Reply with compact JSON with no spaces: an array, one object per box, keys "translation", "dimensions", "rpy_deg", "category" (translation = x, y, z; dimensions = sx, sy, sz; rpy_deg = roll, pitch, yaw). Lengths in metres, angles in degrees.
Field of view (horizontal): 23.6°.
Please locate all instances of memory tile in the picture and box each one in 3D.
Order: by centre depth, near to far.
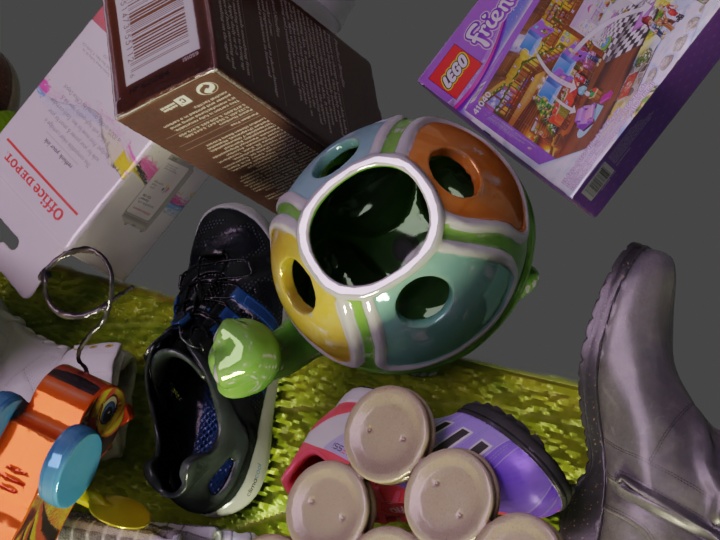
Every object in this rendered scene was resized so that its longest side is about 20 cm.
[{"translation":[0.031,0.165,0.835],"dimensions":[0.200,0.017,0.154],"rpy_deg":[43,100,33],"category":"memory tile"}]

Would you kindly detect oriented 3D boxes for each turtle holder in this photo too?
[{"translation":[0.002,-0.011,0.947],"dimensions":[0.185,0.132,0.142],"rpy_deg":[-10,82,13],"category":"turtle holder"}]

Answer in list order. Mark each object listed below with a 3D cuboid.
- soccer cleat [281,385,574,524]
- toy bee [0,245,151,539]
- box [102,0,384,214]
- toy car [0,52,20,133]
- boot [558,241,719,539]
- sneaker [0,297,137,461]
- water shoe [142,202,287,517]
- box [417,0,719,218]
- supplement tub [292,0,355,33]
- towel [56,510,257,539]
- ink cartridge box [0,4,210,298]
[{"translation":[0.033,0.110,0.909],"dimensions":[0.073,0.068,0.200],"rpy_deg":[-41,24,-24],"category":"soccer cleat"},{"translation":[-0.165,0.101,0.979],"dimensions":[0.131,0.109,0.200],"rpy_deg":[44,94,17],"category":"toy bee"},{"translation":[-0.063,-0.107,1.005],"dimensions":[0.075,0.200,0.101],"rpy_deg":[-23,62,25],"category":"box"},{"translation":[-0.345,-0.120,1.181],"dimensions":[0.158,0.200,0.164],"rpy_deg":[-46,56,9],"category":"toy car"},{"translation":[0.178,0.090,0.877],"dimensions":[0.131,0.070,0.201],"rpy_deg":[6,86,30],"category":"boot"},{"translation":[-0.202,0.068,1.113],"dimensions":[0.115,0.074,0.200],"rpy_deg":[-12,35,-10],"category":"sneaker"},{"translation":[-0.088,0.045,1.039],"dimensions":[0.071,0.079,0.201],"rpy_deg":[-12,67,27],"category":"water shoe"},{"translation":[0.143,-0.149,0.993],"dimensions":[0.137,0.039,0.200],"rpy_deg":[42,96,34],"category":"box"},{"translation":[-0.029,-0.265,1.076],"dimensions":[0.145,0.145,0.201],"rpy_deg":[19,83,35],"category":"supplement tub"},{"translation":[-0.169,0.224,1.020],"dimensions":[0.199,0.086,0.166],"rpy_deg":[1,74,32],"category":"towel"},{"translation":[-0.169,-0.078,1.140],"dimensions":[0.200,0.067,0.116],"rpy_deg":[-50,55,5],"category":"ink cartridge box"}]
